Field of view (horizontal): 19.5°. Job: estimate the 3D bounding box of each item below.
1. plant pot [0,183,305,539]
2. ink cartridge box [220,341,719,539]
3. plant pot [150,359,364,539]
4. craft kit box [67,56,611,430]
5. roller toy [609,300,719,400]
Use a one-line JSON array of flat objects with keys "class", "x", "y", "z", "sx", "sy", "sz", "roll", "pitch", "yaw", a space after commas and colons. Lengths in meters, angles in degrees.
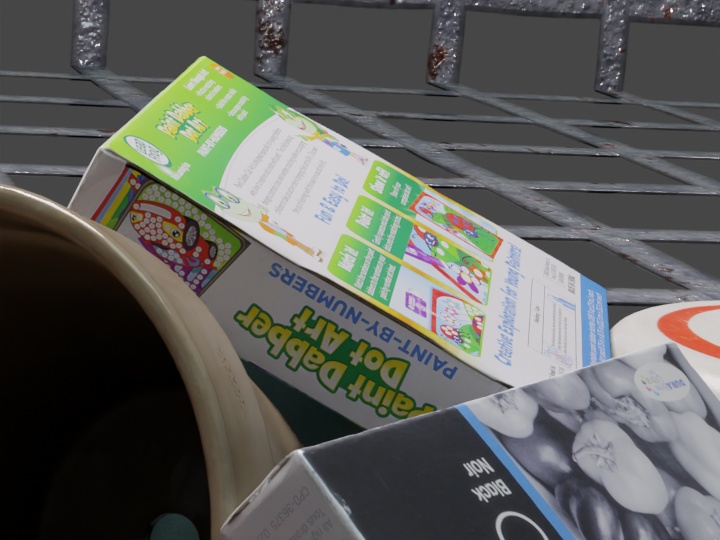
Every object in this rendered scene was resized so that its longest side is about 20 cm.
[{"class": "plant pot", "x": -0.093, "y": 0.083, "z": 0.656, "sx": 0.199, "sy": 0.201, "sz": 0.173, "roll": 9, "pitch": -3, "yaw": 24}, {"class": "ink cartridge box", "x": 0.087, "y": 0.119, "z": 0.573, "sx": 0.198, "sy": 0.043, "sz": 0.200, "roll": -11, "pitch": 59, "yaw": -53}, {"class": "plant pot", "x": -0.041, "y": 0.049, "z": 0.925, "sx": 0.199, "sy": 0.135, "sz": 0.200, "roll": 4, "pitch": 11, "yaw": -1}, {"class": "craft kit box", "x": 0.000, "y": 0.000, "z": 0.776, "sx": 0.197, "sy": 0.049, "sz": 0.200, "roll": 33, "pitch": 15, "yaw": -3}, {"class": "roller toy", "x": 0.178, "y": 0.083, "z": 0.826, "sx": 0.182, "sy": 0.141, "sz": 0.200, "roll": 11, "pitch": 12, "yaw": 29}]
